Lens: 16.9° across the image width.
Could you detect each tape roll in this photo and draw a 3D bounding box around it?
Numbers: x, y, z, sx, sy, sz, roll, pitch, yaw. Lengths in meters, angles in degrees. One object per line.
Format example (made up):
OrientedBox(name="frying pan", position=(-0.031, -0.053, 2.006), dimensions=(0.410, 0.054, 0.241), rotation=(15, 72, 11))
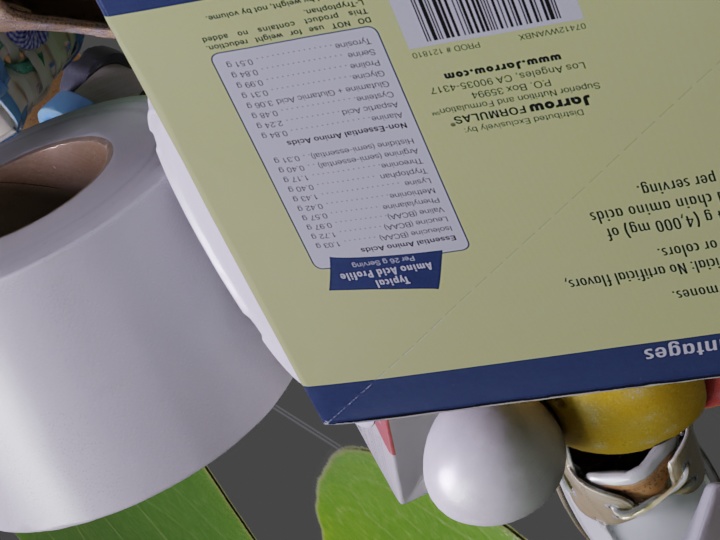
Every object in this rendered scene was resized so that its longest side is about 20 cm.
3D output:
OrientedBox(name="tape roll", position=(-0.146, 0.019, 1.242), dimensions=(0.202, 0.202, 0.140), rotation=(17, 137, 56))

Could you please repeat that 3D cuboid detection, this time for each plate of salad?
OrientedBox(name="plate of salad", position=(-0.039, -0.021, 1.083), dimensions=(0.201, 0.048, 0.200), rotation=(56, 168, 18))

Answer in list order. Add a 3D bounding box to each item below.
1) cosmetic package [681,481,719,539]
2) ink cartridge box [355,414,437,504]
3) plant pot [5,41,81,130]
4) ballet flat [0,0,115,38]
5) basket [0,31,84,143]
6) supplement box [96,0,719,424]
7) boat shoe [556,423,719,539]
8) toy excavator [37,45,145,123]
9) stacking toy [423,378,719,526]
OrientedBox(name="cosmetic package", position=(0.192, 0.220, 1.048), dimensions=(0.166, 0.167, 0.200), rotation=(18, 157, 6))
OrientedBox(name="ink cartridge box", position=(0.000, 0.000, 1.204), dimensions=(0.201, 0.067, 0.117), rotation=(60, 170, 32))
OrientedBox(name="plant pot", position=(-0.238, -0.028, 1.521), dimensions=(0.186, 0.200, 0.187), rotation=(42, 162, 17))
OrientedBox(name="ballet flat", position=(-0.075, -0.122, 1.001), dimensions=(0.067, 0.198, 0.069), rotation=(-178, 82, -69))
OrientedBox(name="basket", position=(-0.225, -0.147, 1.268), dimensions=(0.176, 0.139, 0.201), rotation=(46, -154, -29))
OrientedBox(name="supplement box", position=(0.053, -0.076, 0.733), dimensions=(0.198, 0.135, 0.200), rotation=(-8, 135, 20))
OrientedBox(name="boat shoe", position=(0.122, 0.087, 1.132), dimensions=(0.201, 0.074, 0.068), rotation=(55, -177, -21))
OrientedBox(name="toy excavator", position=(-0.156, 0.001, 1.393), dimensions=(0.100, 0.200, 0.195), rotation=(28, 154, 45))
OrientedBox(name="stacking toy", position=(0.094, 0.016, 0.870), dimensions=(0.146, 0.200, 0.146), rotation=(41, 161, 17))
